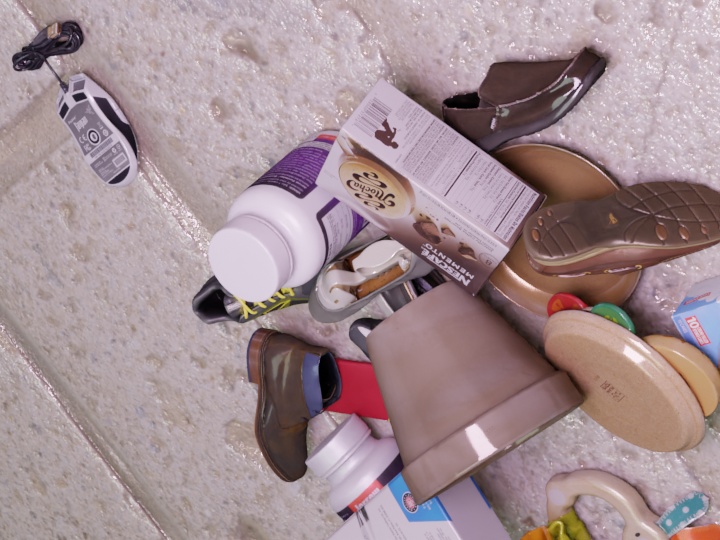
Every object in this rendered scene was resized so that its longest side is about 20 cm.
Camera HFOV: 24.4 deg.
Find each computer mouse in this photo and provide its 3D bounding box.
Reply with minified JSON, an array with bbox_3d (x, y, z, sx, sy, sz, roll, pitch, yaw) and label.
[{"bbox_3d":[-0.313,-0.187,1.908,0.109,0.044,0.201,-29,95,38],"label":"computer mouse"}]

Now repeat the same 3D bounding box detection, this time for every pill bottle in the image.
[{"bbox_3d":[0.034,0.264,1.921,0.200,0.111,0.111,46,134,-1],"label":"pill bottle"},{"bbox_3d":[-0.067,-0.053,1.707,0.111,0.200,0.112,17,127,24],"label":"pill bottle"}]

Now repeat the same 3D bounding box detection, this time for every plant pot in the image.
[{"bbox_3d":[0.096,0.112,1.671,0.200,0.199,0.174,-41,78,44],"label":"plant pot"},{"bbox_3d":[0.194,-0.041,1.667,0.199,0.027,0.201,17,128,23],"label":"plant pot"}]

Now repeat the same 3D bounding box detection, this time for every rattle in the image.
[{"bbox_3d":[0.268,0.292,1.767,0.199,0.142,0.131,13,107,35],"label":"rattle"}]

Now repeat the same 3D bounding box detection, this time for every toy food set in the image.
[{"bbox_3d":[0.262,0.103,1.650,0.197,0.049,0.200,34,157,20],"label":"toy food set"}]

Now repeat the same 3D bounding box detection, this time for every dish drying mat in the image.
[{"bbox_3d":[-0.016,0.134,1.934,0.199,0.018,0.077,5,121,31],"label":"dish drying mat"}]

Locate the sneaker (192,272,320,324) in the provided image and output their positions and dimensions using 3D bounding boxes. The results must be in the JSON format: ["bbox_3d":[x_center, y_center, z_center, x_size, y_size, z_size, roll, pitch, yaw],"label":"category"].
[{"bbox_3d":[-0.107,0.025,1.877,0.199,0.085,0.075,-15,111,40],"label":"sneaker"}]

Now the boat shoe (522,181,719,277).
[{"bbox_3d":[0.253,-0.034,1.574,0.198,0.073,0.068,-9,151,3],"label":"boat shoe"}]

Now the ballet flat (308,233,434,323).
[{"bbox_3d":[0.000,0.000,1.747,0.199,0.063,0.068,-27,70,37],"label":"ballet flat"}]

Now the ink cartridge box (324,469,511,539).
[{"bbox_3d":[0.055,0.313,1.796,0.200,0.084,0.147,-45,68,32],"label":"ink cartridge box"}]

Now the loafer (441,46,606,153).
[{"bbox_3d":[0.146,-0.166,1.583,0.199,0.073,0.072,-26,105,42],"label":"loafer"}]

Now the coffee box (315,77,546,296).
[{"bbox_3d":[0.067,-0.079,1.624,0.199,0.080,0.113,36,151,2],"label":"coffee box"}]

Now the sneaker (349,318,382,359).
[{"bbox_3d":[0.053,0.138,1.821,0.200,0.074,0.085,44,105,1],"label":"sneaker"}]

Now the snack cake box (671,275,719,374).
[{"bbox_3d":[0.401,0.094,1.589,0.115,0.067,0.201,-22,105,42],"label":"snack cake box"}]

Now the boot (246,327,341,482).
[{"bbox_3d":[-0.069,0.165,1.927,0.096,0.075,0.201,7,121,34],"label":"boot"}]

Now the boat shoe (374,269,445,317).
[{"bbox_3d":[0.095,0.068,1.776,0.201,0.072,0.061,48,138,1],"label":"boat shoe"}]
